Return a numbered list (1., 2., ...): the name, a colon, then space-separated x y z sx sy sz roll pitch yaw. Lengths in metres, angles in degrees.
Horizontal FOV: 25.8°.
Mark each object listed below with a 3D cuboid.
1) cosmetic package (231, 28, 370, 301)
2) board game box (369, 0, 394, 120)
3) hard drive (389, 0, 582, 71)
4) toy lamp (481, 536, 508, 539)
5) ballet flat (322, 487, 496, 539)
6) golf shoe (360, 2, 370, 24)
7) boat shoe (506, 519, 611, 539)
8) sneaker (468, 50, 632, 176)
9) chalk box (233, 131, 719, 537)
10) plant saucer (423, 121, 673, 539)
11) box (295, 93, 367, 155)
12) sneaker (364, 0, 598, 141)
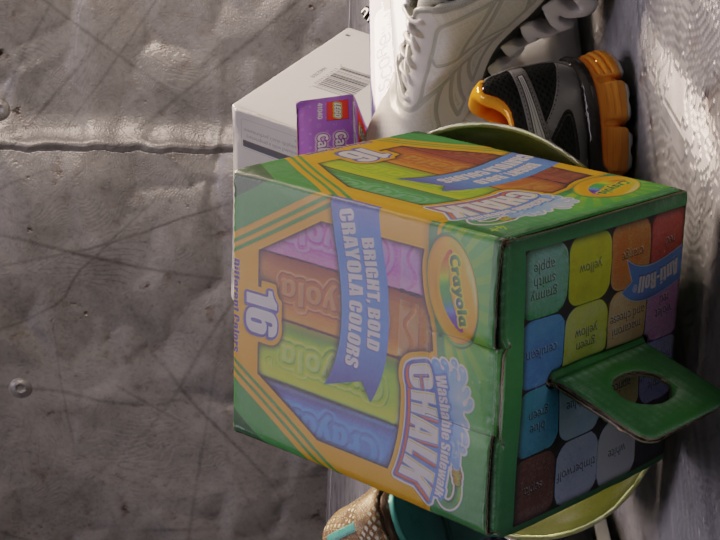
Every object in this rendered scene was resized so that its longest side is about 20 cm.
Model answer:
1. cosmetic package: -0.015 -0.081 1.426 0.199 0.122 0.201 -42 -35 -47
2. board game box: 0.061 -0.176 1.016 0.135 0.034 0.202 -24 57 42
3. hard drive: 0.073 -0.115 0.928 0.131 0.027 0.202 -27 56 40
4. toy lamp: 0.092 0.251 0.947 0.058 0.058 0.201 95 174 -45
5. ballet flat: 0.036 0.182 1.036 0.200 0.065 0.071 36 -142 -54
6. golf shoe: 0.082 -0.161 1.086 0.077 0.088 0.200 -56 36 13
7. boat shoe: 0.100 0.159 0.812 0.200 0.060 0.076 -120 31 -81
8. sneaker: 0.095 -0.010 0.794 0.078 0.077 0.202 123 146 -79
9. chalk box: 0.055 0.023 0.661 0.199 0.124 0.125 15 111 41
10. plant saucer: 0.072 0.028 0.755 0.199 0.031 0.202 12 108 42
11. box: 0.000 0.000 0.983 0.200 0.039 0.138 64 -158 -64
12. sneaker: 0.050 -0.129 0.868 0.200 0.081 0.076 -50 43 39
